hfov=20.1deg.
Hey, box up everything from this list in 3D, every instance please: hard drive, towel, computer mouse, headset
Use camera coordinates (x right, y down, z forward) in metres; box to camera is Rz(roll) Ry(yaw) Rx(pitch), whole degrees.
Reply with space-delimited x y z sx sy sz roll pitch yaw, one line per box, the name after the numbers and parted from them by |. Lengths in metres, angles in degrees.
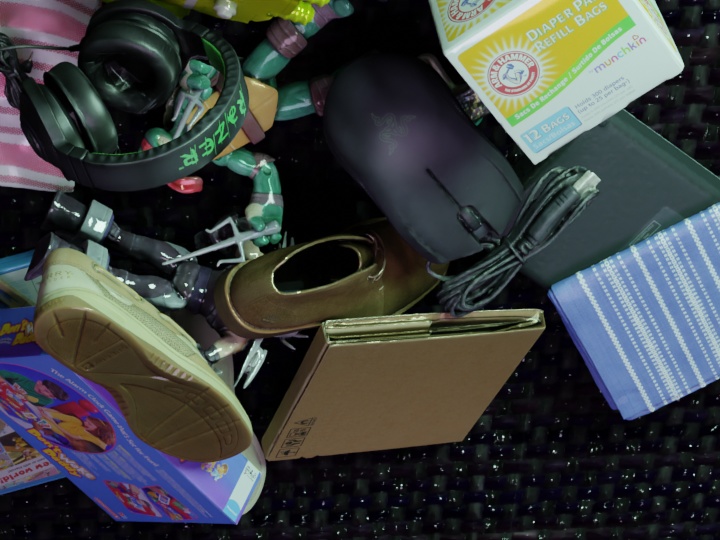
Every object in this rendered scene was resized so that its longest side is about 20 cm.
0.193 -0.029 1.473 0.200 0.033 0.140 31 116 -28 | hard drive
-0.247 -0.137 1.326 0.146 0.030 0.201 6 125 -12 | towel
0.250 0.019 1.488 0.199 0.024 0.145 -27 124 9 | towel
0.058 -0.060 1.325 0.138 0.053 0.200 -43 118 9 | computer mouse
-0.156 -0.103 1.243 0.124 0.199 0.094 -48 145 -27 | headset

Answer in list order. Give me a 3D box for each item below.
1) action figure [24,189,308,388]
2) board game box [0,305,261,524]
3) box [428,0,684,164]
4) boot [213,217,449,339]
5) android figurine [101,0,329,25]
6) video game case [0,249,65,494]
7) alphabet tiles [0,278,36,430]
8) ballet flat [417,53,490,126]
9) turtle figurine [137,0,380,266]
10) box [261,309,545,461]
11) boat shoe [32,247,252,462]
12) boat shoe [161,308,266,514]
-0.126 0.007 1.397 0.199 0.131 0.069 22 146 -12 | action figure
-0.181 0.104 1.426 0.134 0.045 0.200 -5 138 43 | board game box
0.107 -0.178 1.243 0.112 0.200 0.101 -33 124 16 | box
0.000 0.000 1.389 0.199 0.074 0.075 -16 172 -41 | boot
-0.115 -0.188 1.199 0.199 0.182 0.041 17 79 -14 | android figurine
-0.237 0.074 1.492 0.142 0.018 0.201 -16 127 2 | video game case
-0.317 0.067 1.460 0.200 0.006 0.166 -38 121 23 | alphabet tiles
0.073 -0.128 1.370 0.199 0.074 0.074 -27 126 9 | ballet flat
-0.079 -0.102 1.335 0.200 0.101 0.150 -35 134 1 | turtle figurine
0.027 0.084 1.471 0.163 0.021 0.200 -4 153 -19 | box
-0.136 0.056 1.327 0.071 0.065 0.200 -24 134 19 | boat shoe
-0.125 0.097 1.496 0.059 0.072 0.201 12 136 32 | boat shoe
